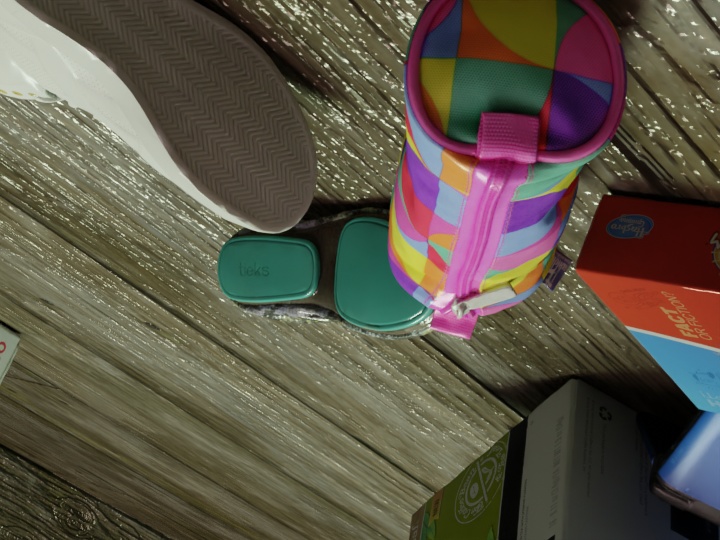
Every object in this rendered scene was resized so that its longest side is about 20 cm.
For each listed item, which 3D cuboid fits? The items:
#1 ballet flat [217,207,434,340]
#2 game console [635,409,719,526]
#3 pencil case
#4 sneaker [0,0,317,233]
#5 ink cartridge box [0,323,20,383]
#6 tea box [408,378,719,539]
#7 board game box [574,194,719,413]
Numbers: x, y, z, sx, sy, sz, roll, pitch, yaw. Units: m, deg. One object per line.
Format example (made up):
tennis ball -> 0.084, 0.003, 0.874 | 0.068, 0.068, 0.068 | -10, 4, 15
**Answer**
ballet flat -> 0.000, 0.000, 0.867 | 0.199, 0.073, 0.072 | 5, 155, 49
game console -> 0.272, 0.110, 0.870 | 0.198, 0.119, 0.171 | 25, 132, -1
pencil case -> 0.052, -0.040, 0.613 | 0.088, 0.089, 0.200 | 22, 163, 8
sneaker -> -0.113, -0.094, 0.722 | 0.200, 0.074, 0.115 | 45, 158, -25
ink cartridge box -> -0.495, 0.088, 1.679 | 0.087, 0.146, 0.200 | 7, 156, 47
tea box -> 0.124, 0.217, 0.973 | 0.133, 0.201, 0.197 | 29, 131, -15
board game box -> 0.214, 0.031, 0.669 | 0.199, 0.041, 0.153 | 10, 158, 42
